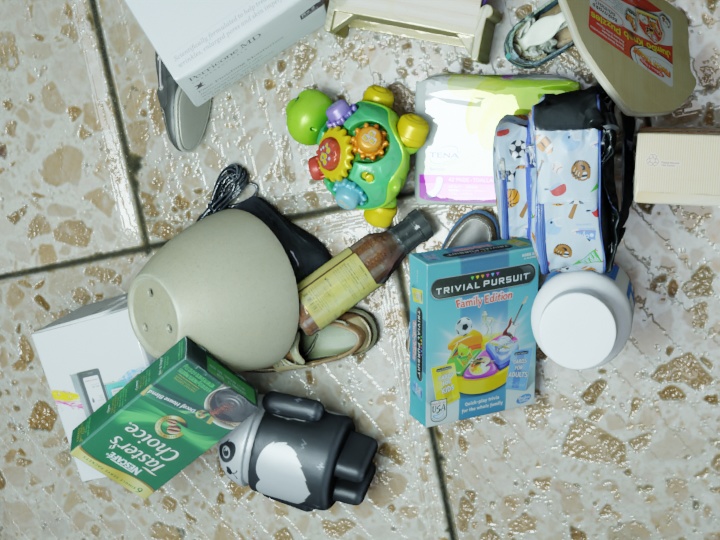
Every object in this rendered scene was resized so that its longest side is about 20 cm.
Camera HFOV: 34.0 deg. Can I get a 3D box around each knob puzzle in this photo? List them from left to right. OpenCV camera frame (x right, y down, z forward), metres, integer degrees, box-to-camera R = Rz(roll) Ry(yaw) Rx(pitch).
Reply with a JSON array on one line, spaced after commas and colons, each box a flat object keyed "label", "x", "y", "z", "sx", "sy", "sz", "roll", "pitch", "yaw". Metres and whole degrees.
[{"label": "knob puzzle", "x": 0.281, "y": -0.240, "z": 1.261, "sx": 0.030, "sy": 0.219, "sz": 0.220, "roll": -35, "pitch": 88, "yaw": 46}]

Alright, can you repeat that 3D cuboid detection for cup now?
[{"label": "cup", "x": -0.191, "y": 0.038, "z": 1.404, "sx": 0.199, "sy": 0.143, "sz": 0.202, "roll": 15, "pitch": 112, "yaw": 41}]

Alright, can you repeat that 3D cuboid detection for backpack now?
[{"label": "backpack", "x": 0.217, "y": -0.091, "z": 1.258, "sx": 0.153, "sy": 0.200, "sz": 0.192, "roll": -7, "pitch": 102, "yaw": 19}]

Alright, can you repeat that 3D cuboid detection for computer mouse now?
[{"label": "computer mouse", "x": -0.126, "y": -0.028, "z": 1.491, "sx": 0.199, "sy": 0.053, "sz": 0.139, "roll": 34, "pitch": 105, "yaw": 8}]

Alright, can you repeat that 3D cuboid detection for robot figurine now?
[{"label": "robot figurine", "x": -0.081, "y": 0.230, "z": 1.479, "sx": 0.198, "sy": 0.125, "sz": 0.152, "roll": 14, "pitch": 89, "yaw": 12}]

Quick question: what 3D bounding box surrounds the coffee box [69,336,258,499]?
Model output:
[{"label": "coffee box", "x": -0.228, "y": 0.176, "z": 1.370, "sx": 0.200, "sy": 0.044, "sz": 0.123, "roll": -38, "pitch": 123, "yaw": 18}]

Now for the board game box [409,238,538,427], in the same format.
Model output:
[{"label": "board game box", "x": 0.133, "y": 0.071, "z": 1.379, "sx": 0.150, "sy": 0.047, "sz": 0.202, "roll": -9, "pitch": 110, "yaw": -23}]

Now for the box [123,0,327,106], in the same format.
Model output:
[{"label": "box", "x": -0.173, "y": -0.336, "z": 1.375, "sx": 0.198, "sy": 0.131, "sz": 0.201, "roll": -33, "pitch": 82, "yaw": 1}]

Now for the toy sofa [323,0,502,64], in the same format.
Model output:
[{"label": "toy sofa", "x": 0.063, "y": -0.308, "z": 1.383, "sx": 0.198, "sy": 0.083, "sz": 0.098, "roll": 13, "pitch": 98, "yaw": 13}]

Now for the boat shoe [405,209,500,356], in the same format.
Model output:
[{"label": "boat shoe", "x": 0.112, "y": 0.024, "z": 1.424, "sx": 0.072, "sy": 0.072, "sz": 0.201, "roll": 23, "pitch": 103, "yaw": 11}]

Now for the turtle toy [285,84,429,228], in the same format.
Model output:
[{"label": "turtle toy", "x": -0.014, "y": -0.149, "z": 1.402, "sx": 0.200, "sy": 0.100, "sz": 0.147, "roll": 46, "pitch": 125, "yaw": 40}]

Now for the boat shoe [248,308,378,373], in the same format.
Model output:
[{"label": "boat shoe", "x": -0.079, "y": 0.090, "z": 1.484, "sx": 0.198, "sy": 0.074, "sz": 0.076, "roll": -14, "pitch": 95, "yaw": 16}]

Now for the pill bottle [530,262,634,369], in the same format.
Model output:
[{"label": "pill bottle", "x": 0.250, "y": 0.048, "z": 1.324, "sx": 0.111, "sy": 0.200, "sz": 0.113, "roll": 2, "pitch": 99, "yaw": 15}]

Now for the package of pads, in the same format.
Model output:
[{"label": "package of pads", "x": 0.162, "y": -0.154, "z": 1.387, "sx": 0.198, "sy": 0.068, "sz": 0.156, "roll": 2, "pitch": 99, "yaw": 14}]

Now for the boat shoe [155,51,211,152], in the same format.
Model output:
[{"label": "boat shoe", "x": -0.229, "y": -0.250, "z": 1.485, "sx": 0.057, "sy": 0.067, "sz": 0.202, "roll": 4, "pitch": 95, "yaw": 34}]

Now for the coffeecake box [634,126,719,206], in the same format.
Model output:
[{"label": "coffeecake box", "x": 0.376, "y": -0.114, "z": 1.267, "sx": 0.152, "sy": 0.200, "sz": 0.074, "roll": 3, "pitch": 99, "yaw": 14}]

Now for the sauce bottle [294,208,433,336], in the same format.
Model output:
[{"label": "sauce bottle", "x": 0.000, "y": 0.000, "z": 1.433, "sx": 0.199, "sy": 0.066, "sz": 0.066, "roll": -34, "pitch": 89, "yaw": -2}]

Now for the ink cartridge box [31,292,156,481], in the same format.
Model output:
[{"label": "ink cartridge box", "x": -0.296, "y": 0.138, "z": 1.505, "sx": 0.145, "sy": 0.147, "sz": 0.202, "roll": -14, "pitch": 98, "yaw": 17}]

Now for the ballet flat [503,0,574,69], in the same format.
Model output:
[{"label": "ballet flat", "x": 0.251, "y": -0.295, "z": 1.342, "sx": 0.199, "sy": 0.074, "sz": 0.074, "roll": -36, "pitch": 88, "yaw": 17}]
